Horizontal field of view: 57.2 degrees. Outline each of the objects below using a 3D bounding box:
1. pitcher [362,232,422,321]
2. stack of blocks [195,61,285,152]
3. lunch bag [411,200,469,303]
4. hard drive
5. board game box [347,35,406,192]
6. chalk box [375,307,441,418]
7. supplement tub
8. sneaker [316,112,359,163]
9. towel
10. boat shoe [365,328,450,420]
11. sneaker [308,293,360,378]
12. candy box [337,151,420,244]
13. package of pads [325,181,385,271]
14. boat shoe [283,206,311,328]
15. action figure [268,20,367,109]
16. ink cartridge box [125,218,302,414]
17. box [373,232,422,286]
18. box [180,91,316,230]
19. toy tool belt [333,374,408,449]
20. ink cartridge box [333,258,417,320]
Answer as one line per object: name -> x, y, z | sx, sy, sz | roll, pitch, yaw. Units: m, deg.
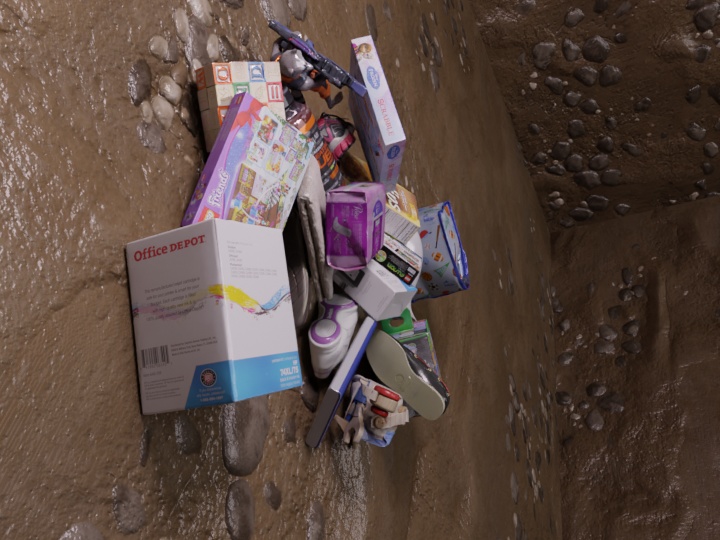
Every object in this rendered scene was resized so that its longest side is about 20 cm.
pitcher -> 0.059, 0.005, 1.377 | 0.170, 0.118, 0.207 | 3, 88, -58
stack of blocks -> -0.169, -0.199, 0.982 | 0.113, 0.058, 0.207 | -15, 103, -38
lunch bag -> 0.148, -0.035, 1.511 | 0.124, 0.166, 0.205 | -44, 117, -60
hard drive -> -0.030, 0.185, 1.116 | 0.201, 0.025, 0.134 | -59, 173, -56
board game box -> 0.025, -0.269, 1.180 | 0.200, 0.040, 0.206 | 100, -26, -73
chalk box -> 0.090, 0.176, 1.317 | 0.124, 0.121, 0.206 | -53, 130, -81
supplement tub -> -0.108, -0.202, 1.110 | 0.203, 0.104, 0.108 | 61, 30, -31
sneaker -> -0.054, -0.260, 1.233 | 0.074, 0.081, 0.200 | 41, 7, -15
towel -> -0.068, -0.065, 1.058 | 0.134, 0.033, 0.205 | -92, 174, -55
boat shoe -> 0.085, 0.189, 1.227 | 0.201, 0.074, 0.063 | 45, 21, 13
sneaker -> -0.049, 0.110, 1.170 | 0.201, 0.073, 0.102 | -57, 153, -60
candy box -> 0.023, -0.148, 1.299 | 0.197, 0.055, 0.117 | 29, 32, -22
package of pads -> -0.005, -0.079, 1.087 | 0.200, 0.073, 0.125 | -50, 140, -75
boat shoe -> -0.103, -0.006, 1.075 | 0.073, 0.073, 0.207 | 22, 62, -60
action figure -> -0.085, -0.316, 1.118 | 0.198, 0.106, 0.193 | 37, 3, 10
ink cartridge box -> -0.177, 0.056, 0.809 | 0.145, 0.143, 0.207 | 4, 76, -63
box -> 0.029, -0.056, 1.259 | 0.198, 0.035, 0.110 | 37, 16, -1
box -> -0.154, -0.126, 0.936 | 0.135, 0.039, 0.205 | 30, 75, -38
toy tool belt -> 0.018, 0.258, 1.125 | 0.200, 0.122, 0.126 | 126, -14, -83
ink cartridge box -> 0.000, 0.000, 1.232 | 0.199, 0.067, 0.115 | 42, 17, 20
